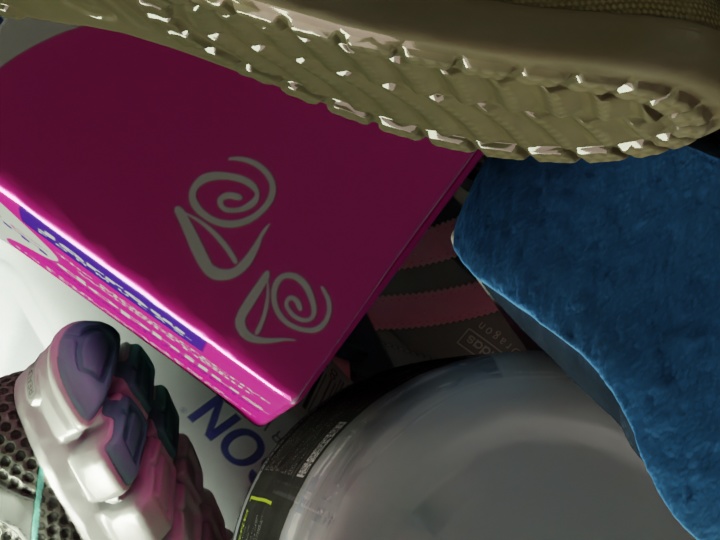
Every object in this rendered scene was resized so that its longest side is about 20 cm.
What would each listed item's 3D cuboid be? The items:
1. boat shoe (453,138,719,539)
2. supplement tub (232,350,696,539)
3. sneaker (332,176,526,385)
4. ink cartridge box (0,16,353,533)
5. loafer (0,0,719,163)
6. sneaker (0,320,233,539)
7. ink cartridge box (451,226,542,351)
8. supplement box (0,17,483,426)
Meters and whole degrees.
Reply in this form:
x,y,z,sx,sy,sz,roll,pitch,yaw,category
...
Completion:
x,y,z,sx,sy,sz,roll,pitch,yaw,category
0.092,0.015,0.609,0.069,0.084,0.200,30,-165,-31,boat shoe
0.030,0.083,0.758,0.122,0.123,0.200,35,174,-5,supplement tub
0.000,0.000,0.899,0.200,0.082,0.070,36,175,-10,sneaker
-0.117,0.047,0.901,0.200,0.200,0.041,46,-150,-14,ink cartridge box
-0.022,-0.072,0.532,0.199,0.068,0.076,17,173,17,loafer
-0.075,0.105,0.846,0.078,0.091,0.200,-89,-21,-59,sneaker
0.133,0.053,0.763,0.200,0.045,0.176,33,173,26,ink cartridge box
-0.031,-0.032,0.722,0.101,0.103,0.200,36,173,0,supplement box
